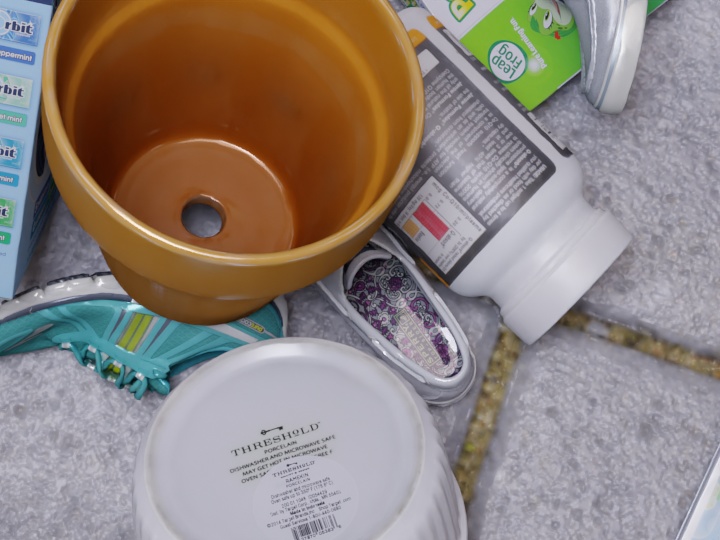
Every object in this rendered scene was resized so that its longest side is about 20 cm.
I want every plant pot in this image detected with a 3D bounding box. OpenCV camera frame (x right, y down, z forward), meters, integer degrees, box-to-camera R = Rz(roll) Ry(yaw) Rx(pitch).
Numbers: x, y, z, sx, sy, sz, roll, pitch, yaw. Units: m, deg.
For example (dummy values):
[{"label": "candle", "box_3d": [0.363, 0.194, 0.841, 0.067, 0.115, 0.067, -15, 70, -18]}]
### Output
[{"label": "plant pot", "box_3d": [-0.081, -0.060, 0.870, 0.197, 0.184, 0.203, 5, 66, -11]}]

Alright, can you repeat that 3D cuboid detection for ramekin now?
[{"label": "ramekin", "box_3d": [-0.037, 0.132, 0.885, 0.197, 0.106, 0.202, -2, 49, 3]}]

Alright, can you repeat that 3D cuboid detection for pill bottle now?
[{"label": "pill bottle", "box_3d": [0.066, -0.057, 0.967, 0.116, 0.116, 0.200, -44, 86, -11]}]

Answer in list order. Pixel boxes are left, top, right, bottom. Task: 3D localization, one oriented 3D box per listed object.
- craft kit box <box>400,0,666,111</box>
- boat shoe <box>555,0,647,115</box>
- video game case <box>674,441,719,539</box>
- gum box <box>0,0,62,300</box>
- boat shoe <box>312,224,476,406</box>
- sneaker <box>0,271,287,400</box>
[{"label": "craft kit box", "box_3d": [0.109, -0.231, 1.027, 0.197, 0.048, 0.201, -38, 97, -8]}, {"label": "boat shoe", "box_3d": [0.143, -0.200, 0.983, 0.070, 0.070, 0.204, 3, 84, -2]}, {"label": "video game case", "box_3d": [0.275, 0.169, 0.966, 0.142, 0.017, 0.202, 26, 83, 3]}, {"label": "gum box", "box_3d": [-0.192, -0.111, 0.898, 0.044, 0.170, 0.202, 10, 113, -5]}, {"label": "boat shoe", "box_3d": [0.000, 0.000, 0.977, 0.072, 0.069, 0.201, -32, 79, -9]}, {"label": "sneaker", "box_3d": [-0.143, 0.040, 0.961, 0.197, 0.078, 0.081, -4, 86, -4]}]
